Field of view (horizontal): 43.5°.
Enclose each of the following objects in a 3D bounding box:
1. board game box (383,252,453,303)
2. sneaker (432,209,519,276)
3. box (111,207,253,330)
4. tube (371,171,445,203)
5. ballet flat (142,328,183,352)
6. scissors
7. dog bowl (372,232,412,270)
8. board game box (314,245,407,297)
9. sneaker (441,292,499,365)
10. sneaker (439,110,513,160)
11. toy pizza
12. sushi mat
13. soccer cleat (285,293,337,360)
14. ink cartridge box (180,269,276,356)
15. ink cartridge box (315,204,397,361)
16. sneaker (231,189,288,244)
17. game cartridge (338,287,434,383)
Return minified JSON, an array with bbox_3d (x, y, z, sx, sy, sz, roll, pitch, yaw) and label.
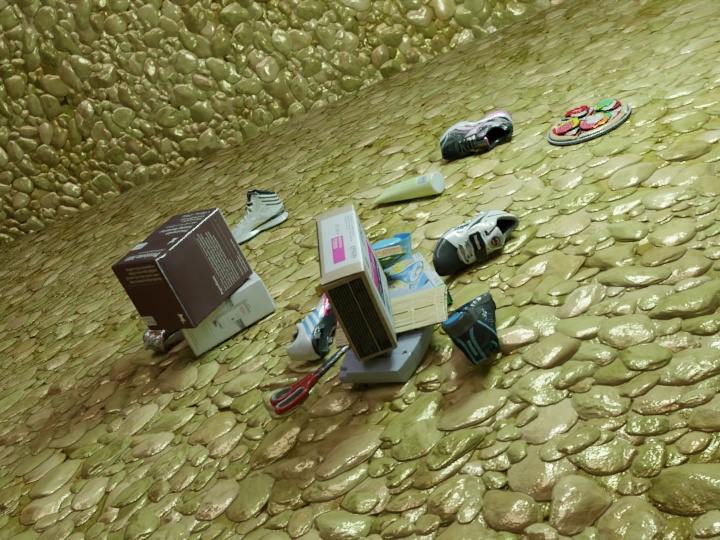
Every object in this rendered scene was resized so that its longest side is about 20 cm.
[{"bbox_3d":[0.081,0.040,1.674,0.134,0.035,0.200,-27,22,-2],"label":"board game box"},{"bbox_3d":[0.218,-0.057,1.688,0.199,0.075,0.088,-38,23,-28],"label":"sneaker"},{"bbox_3d":[-0.364,-0.002,1.863,0.164,0.166,0.200,-5,30,41],"label":"box"},{"bbox_3d":[0.115,-0.194,2.165,0.058,0.053,0.198,12,-14,-43],"label":"tube"},{"bbox_3d":[-0.404,0.116,2.028,0.063,0.076,0.200,24,51,23],"label":"ballet flat"},{"bbox_3d":[-0.073,0.182,1.558,0.199,0.014,0.073,-34,20,-21],"label":"scissors"},{"bbox_3d":[0.021,-0.029,1.855,0.198,0.050,0.111,-10,13,33],"label":"dog bowl"},{"bbox_3d":[0.000,0.000,1.737,0.095,0.030,0.199,-14,-10,-38],"label":"board game box"},{"bbox_3d":[0.179,0.092,1.409,0.073,0.083,0.200,-33,-2,22],"label":"sneaker"},{"bbox_3d":[0.288,-0.329,2.238,0.198,0.081,0.087,-27,31,12],"label":"sneaker"},{"bbox_3d":[0.520,-0.347,2.072,0.198,0.032,0.201,-22,21,9],"label":"toy pizza"},{"bbox_3d":[0.051,0.077,1.501,0.197,0.012,0.096,-15,36,17],"label":"sushi mat"},{"bbox_3d":[-0.082,0.096,1.681,0.085,0.071,0.201,-15,24,25],"label":"soccer cleat"},{"bbox_3d":[-0.296,0.081,1.938,0.198,0.084,0.146,-31,22,-11],"label":"ink cartridge box"},{"bbox_3d":[-0.008,0.017,1.459,0.074,0.166,0.201,-19,35,8],"label":"ink cartridge box"},{"bbox_3d":[-0.305,-0.152,2.439,0.198,0.117,0.076,-27,21,-3],"label":"sneaker"},{"bbox_3d":[0.053,0.108,1.500,0.131,0.041,0.201,-9,36,31],"label":"game cartridge"}]
